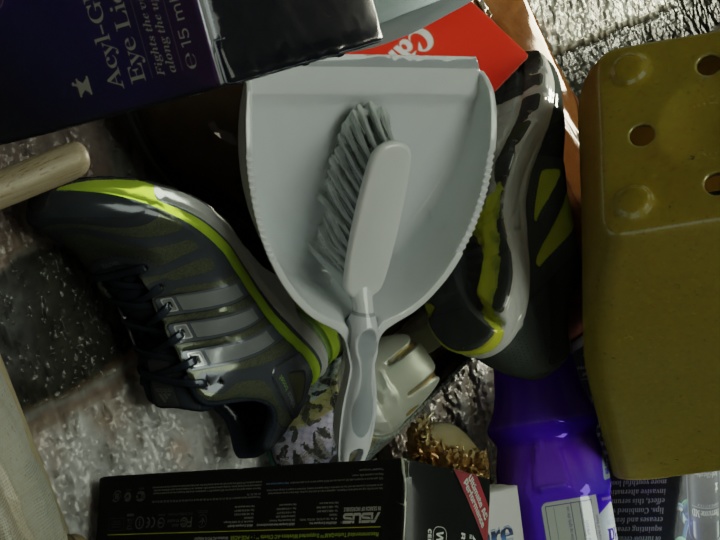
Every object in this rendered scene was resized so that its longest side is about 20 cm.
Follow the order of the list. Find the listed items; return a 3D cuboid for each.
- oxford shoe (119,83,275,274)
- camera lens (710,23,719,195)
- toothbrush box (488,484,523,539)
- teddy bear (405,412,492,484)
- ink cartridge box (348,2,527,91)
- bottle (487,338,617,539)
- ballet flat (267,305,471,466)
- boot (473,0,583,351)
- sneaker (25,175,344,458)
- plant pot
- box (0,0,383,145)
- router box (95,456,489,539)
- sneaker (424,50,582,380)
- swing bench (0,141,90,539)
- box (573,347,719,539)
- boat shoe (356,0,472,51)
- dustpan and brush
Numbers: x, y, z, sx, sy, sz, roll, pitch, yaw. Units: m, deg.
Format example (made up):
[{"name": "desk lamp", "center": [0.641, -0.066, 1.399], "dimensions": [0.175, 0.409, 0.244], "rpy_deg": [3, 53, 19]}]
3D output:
[{"name": "oxford shoe", "center": [-0.043, -0.057, 0.951], "dimensions": [0.200, 0.084, 0.073], "rpy_deg": [39, 58, -36]}, {"name": "camera lens", "center": [0.336, -0.120, 1.337], "dimensions": [0.200, 0.160, 0.161], "rpy_deg": [-19, 98, -48]}, {"name": "toothbrush box", "center": [0.011, 0.211, 0.914], "dimensions": [0.086, 0.145, 0.201], "rpy_deg": [-4, 87, -42]}, {"name": "teddy bear", "center": [0.050, 0.178, 1.018], "dimensions": [0.145, 0.066, 0.201], "rpy_deg": [35, 47, -82]}, {"name": "ink cartridge box", "center": [-0.009, -0.157, 0.970], "dimensions": [0.200, 0.057, 0.163], "rpy_deg": [40, 47, 4]}, {"name": "bottle", "center": [0.112, 0.136, 1.052], "dimensions": [0.084, 0.065, 0.201], "rpy_deg": [43, 38, -81]}, {"name": "ballet flat", "center": [0.023, 0.044, 1.019], "dimensions": [0.200, 0.072, 0.072], "rpy_deg": [-43, 115, -43]}, {"name": "boot", "center": [0.097, -0.069, 1.111], "dimensions": [0.200, 0.068, 0.189], "rpy_deg": [58, 45, -32]}, {"name": "sneaker", "center": [-0.086, 0.022, 0.899], "dimensions": [0.200, 0.074, 0.081], "rpy_deg": [39, 59, -36]}, {"name": "plant pot", "center": [0.203, -0.025, 0.988], "dimensions": [0.200, 0.195, 0.195], "rpy_deg": [55, 32, -53]}, {"name": "box", "center": [-0.109, -0.141, 0.800], "dimensions": [0.104, 0.199, 0.149], "rpy_deg": [-23, 99, -47]}, {"name": "router box", "center": [-0.037, 0.166, 0.826], "dimensions": [0.062, 0.199, 0.151], "rpy_deg": [19, 70, -46]}, {"name": "sneaker", "center": [0.083, -0.028, 1.026], "dimensions": [0.085, 0.074, 0.201], "rpy_deg": [40, 50, -41]}, {"name": "swing bench", "center": [-0.182, 0.079, 0.739], "dimensions": [0.200, 0.129, 0.200], "rpy_deg": [-31, 107, -41]}, {"name": "box", "center": [0.195, 0.151, 1.170], "dimensions": [0.148, 0.107, 0.201], "rpy_deg": [28, 64, -44]}, {"name": "boat shoe", "center": [0.046, -0.184, 0.939], "dimensions": [0.200, 0.071, 0.091], "rpy_deg": [-29, 91, -22]}, {"name": "dustpan and brush", "center": [0.000, 0.000, 0.899], "dimensions": [0.139, 0.057, 0.201], "rpy_deg": [-3, 116, -30]}]
